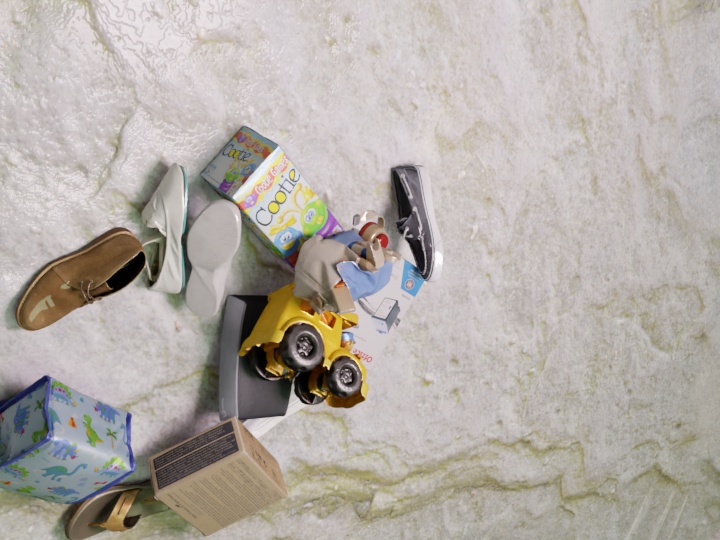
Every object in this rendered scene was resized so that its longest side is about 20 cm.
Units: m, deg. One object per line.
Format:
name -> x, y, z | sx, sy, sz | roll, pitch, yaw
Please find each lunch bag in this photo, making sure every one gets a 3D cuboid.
lunch bag -> -0.448, 0.258, 1.332 | 0.198, 0.129, 0.169 | -34, 138, 19

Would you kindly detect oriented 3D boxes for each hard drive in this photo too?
hard drive -> -0.164, 0.144, 1.522 | 0.133, 0.042, 0.205 | 2, 93, -40

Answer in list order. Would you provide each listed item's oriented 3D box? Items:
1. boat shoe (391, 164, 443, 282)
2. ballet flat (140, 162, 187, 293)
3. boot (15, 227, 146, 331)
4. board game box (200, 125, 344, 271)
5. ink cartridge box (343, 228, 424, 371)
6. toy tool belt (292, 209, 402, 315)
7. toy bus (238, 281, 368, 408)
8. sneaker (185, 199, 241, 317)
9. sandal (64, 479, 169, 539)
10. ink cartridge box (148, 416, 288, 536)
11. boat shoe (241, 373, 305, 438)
boat shoe -> 0.091, -0.078, 1.593 | 0.067, 0.071, 0.205 | -7, 89, -26
ballet flat -> -0.284, -0.054, 1.341 | 0.068, 0.069, 0.204 | -13, 124, -34
boot -> -0.384, 0.020, 1.288 | 0.199, 0.075, 0.074 | -39, 134, -15
board game box -> -0.130, -0.102, 1.411 | 0.103, 0.104, 0.201 | -48, 133, -9
ink cartridge box -> 0.004, 0.053, 1.621 | 0.146, 0.085, 0.202 | 29, 92, -45
toy tool belt -> 0.000, 0.000, 1.417 | 0.199, 0.122, 0.127 | -29, 139, -40
toy bus -> -0.067, 0.099, 1.482 | 0.198, 0.135, 0.195 | 34, 59, -22
sneaker -> -0.216, -0.033, 1.385 | 0.074, 0.089, 0.202 | 20, 126, -2
sandal -> -0.377, 0.388, 1.506 | 0.197, 0.054, 0.082 | -7, 118, -37
ink cartridge box -> -0.230, 0.340, 1.530 | 0.162, 0.076, 0.201 | -25, 143, 2
boat shoe -> -0.163, 0.229, 1.594 | 0.198, 0.072, 0.070 | -28, 107, -17
